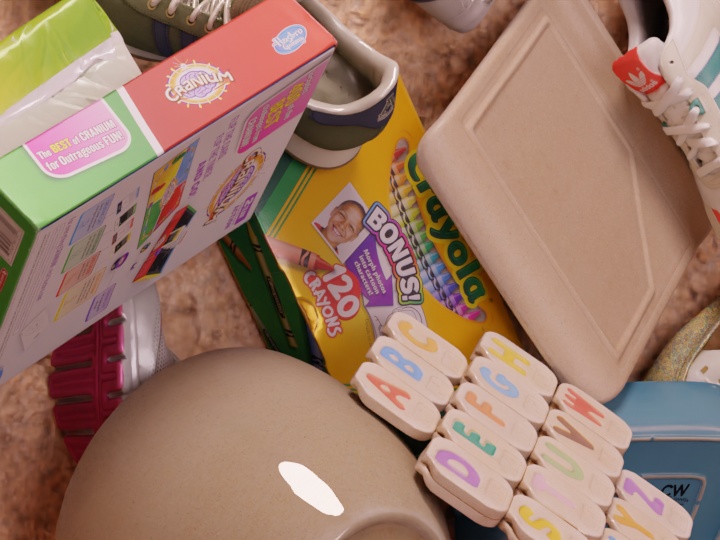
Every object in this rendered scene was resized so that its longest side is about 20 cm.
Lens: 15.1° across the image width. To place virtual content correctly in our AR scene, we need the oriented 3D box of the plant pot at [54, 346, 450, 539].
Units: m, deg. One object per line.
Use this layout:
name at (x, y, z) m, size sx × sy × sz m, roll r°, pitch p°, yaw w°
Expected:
plant pot at (-0.031, 0.148, 1.337) m, size 0.200 × 0.134 × 0.200 m, roll -9°, pitch 105°, yaw -37°

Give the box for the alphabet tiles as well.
alphabet tiles at (0.087, 0.092, 1.396) m, size 0.196 × 0.200 × 0.015 m, roll 35°, pitch 112°, yaw 0°

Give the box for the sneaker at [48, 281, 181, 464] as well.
sneaker at (-0.100, 0.091, 1.414) m, size 0.088 × 0.081 × 0.200 m, roll -16°, pitch 103°, yaw -32°

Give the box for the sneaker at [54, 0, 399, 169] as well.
sneaker at (-0.065, -0.131, 1.387) m, size 0.200 × 0.090 × 0.067 m, roll 34°, pitch 64°, yaw -12°

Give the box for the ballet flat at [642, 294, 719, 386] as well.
ballet flat at (0.228, 0.047, 1.612) m, size 0.071 × 0.071 × 0.200 m, roll 49°, pitch 65°, yaw -18°

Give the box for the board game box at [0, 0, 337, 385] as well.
board game box at (-0.112, -0.035, 1.304) m, size 0.040 × 0.153 × 0.200 m, roll 45°, pitch 52°, yaw 13°

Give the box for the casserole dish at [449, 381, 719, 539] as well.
casserole dish at (0.144, 0.123, 1.541) m, size 0.200 × 0.039 × 0.121 m, roll 1°, pitch 119°, yaw -31°

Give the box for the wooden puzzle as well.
wooden puzzle at (0.117, -0.045, 1.545) m, size 0.185 × 0.037 × 0.200 m, roll 56°, pitch 40°, yaw -15°

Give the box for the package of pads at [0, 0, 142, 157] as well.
package of pads at (-0.209, -0.039, 1.310) m, size 0.200 × 0.154 × 0.068 m, roll -37°, pitch 92°, yaw -26°

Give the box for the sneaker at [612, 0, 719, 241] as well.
sneaker at (0.189, -0.096, 1.582) m, size 0.093 × 0.070 × 0.200 m, roll -3°, pitch 75°, yaw -35°

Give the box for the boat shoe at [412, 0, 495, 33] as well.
boat shoe at (0.081, -0.227, 1.544) m, size 0.066 × 0.072 × 0.200 m, roll 43°, pitch 58°, yaw -40°

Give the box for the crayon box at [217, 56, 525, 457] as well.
crayon box at (0.000, 0.000, 1.485) m, size 0.119 × 0.058 × 0.200 m, roll -31°, pitch 102°, yaw -28°
